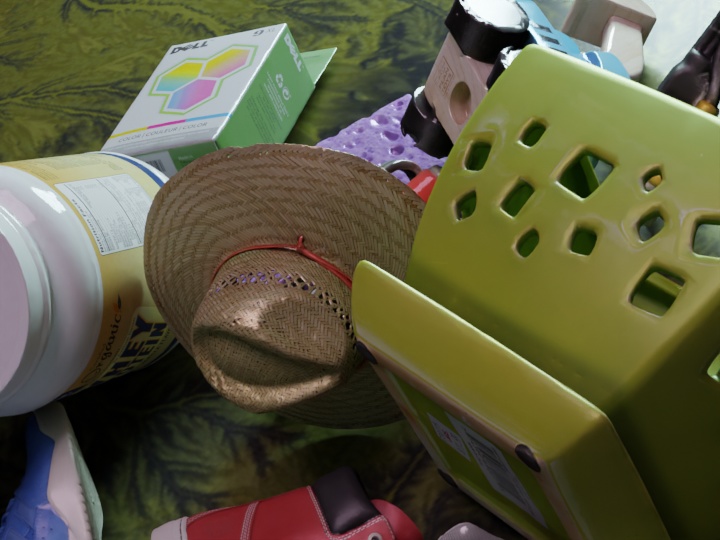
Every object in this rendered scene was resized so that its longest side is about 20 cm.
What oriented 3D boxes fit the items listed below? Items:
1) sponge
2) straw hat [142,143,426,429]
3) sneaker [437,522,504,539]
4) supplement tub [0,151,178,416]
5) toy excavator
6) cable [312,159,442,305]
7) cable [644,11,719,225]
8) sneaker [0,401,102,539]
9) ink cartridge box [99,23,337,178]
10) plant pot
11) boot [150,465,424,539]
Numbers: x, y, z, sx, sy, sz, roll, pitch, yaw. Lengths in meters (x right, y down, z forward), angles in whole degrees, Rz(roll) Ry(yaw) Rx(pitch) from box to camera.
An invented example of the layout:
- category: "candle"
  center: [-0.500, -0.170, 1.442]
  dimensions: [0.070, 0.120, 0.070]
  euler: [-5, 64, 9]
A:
- category: "sponge"
  center: [-0.027, -0.038, 1.040]
  dimensions: [0.199, 0.030, 0.112]
  euler: [-30, 41, -4]
- category: "straw hat"
  center: [-0.043, 0.033, 0.843]
  dimensions: [0.199, 0.203, 0.085]
  euler: [-4, 29, 22]
- category: "sneaker"
  center: [0.112, 0.178, 0.721]
  dimensions: [0.198, 0.082, 0.075]
  euler: [17, 54, 35]
- category: "supplement tub"
  center: [-0.195, 0.006, 0.927]
  dimensions: [0.143, 0.146, 0.200]
  euler: [-3, 6, 22]
- category: "toy excavator"
  center: [0.128, -0.117, 0.976]
  dimensions: [0.198, 0.101, 0.195]
  euler: [3, 41, -28]
- category: "cable"
  center: [0.000, 0.000, 0.953]
  dimensions: [0.199, 0.098, 0.050]
  euler: [-34, -2, -17]
- category: "cable"
  center: [0.215, -0.119, 0.908]
  dimensions: [0.201, 0.050, 0.097]
  euler: [-54, -1, 21]
- category: "sneaker"
  center: [-0.202, 0.165, 0.881]
  dimensions: [0.110, 0.077, 0.201]
  euler: [-17, 48, -5]
- category: "ink cartridge box"
  center: [-0.100, -0.122, 1.113]
  dimensions: [0.103, 0.060, 0.201]
  euler: [-6, 37, 28]
- category: "plant pot"
  center: [0.122, 0.038, 0.776]
  dimensions: [0.182, 0.201, 0.198]
  euler: [-45, 46, -14]
- category: "boot"
  center: [-0.029, 0.186, 0.788]
  dimensions: [0.143, 0.073, 0.201]
  euler: [-19, 39, 4]
